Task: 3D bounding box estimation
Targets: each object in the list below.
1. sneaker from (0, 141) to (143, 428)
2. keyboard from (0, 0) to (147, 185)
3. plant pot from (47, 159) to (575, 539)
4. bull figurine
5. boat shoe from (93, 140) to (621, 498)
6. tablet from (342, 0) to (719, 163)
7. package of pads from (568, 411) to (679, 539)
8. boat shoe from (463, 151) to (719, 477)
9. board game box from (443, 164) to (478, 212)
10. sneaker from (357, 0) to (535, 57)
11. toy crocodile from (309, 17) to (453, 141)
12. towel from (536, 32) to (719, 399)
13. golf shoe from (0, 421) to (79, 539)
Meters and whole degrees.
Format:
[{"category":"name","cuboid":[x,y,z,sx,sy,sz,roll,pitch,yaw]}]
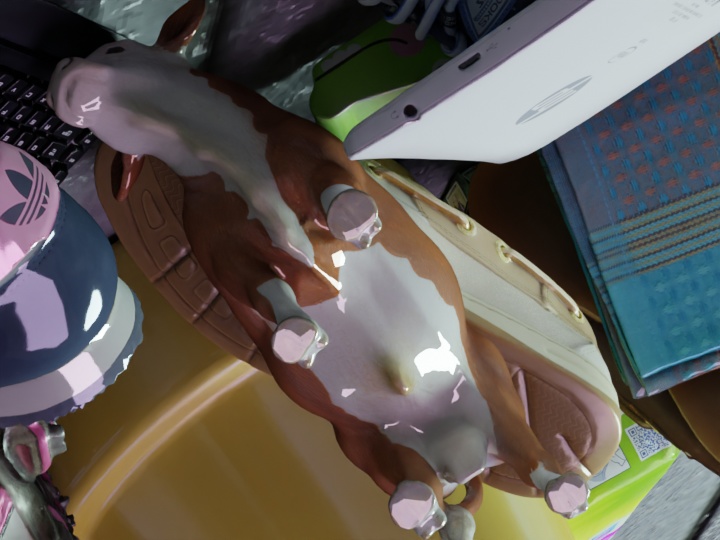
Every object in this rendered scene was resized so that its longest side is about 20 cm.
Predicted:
[{"category":"sneaker","cuboid":[-0.162,0.001,0.763,0.200,0.070,0.082,-8,137,14]},{"category":"keyboard","cuboid":[-0.133,-0.038,0.816,0.104,0.040,0.200,-42,156,15]},{"category":"plant pot","cuboid":[-0.014,0.090,1.047,0.201,0.189,0.201,-29,157,-13]},{"category":"bull figurine","cuboid":[-0.010,0.005,0.856,0.065,0.121,0.200,-41,116,3]},{"category":"boat shoe","cuboid":[0.000,0.000,0.951,0.074,0.200,0.069,-45,-161,26]},{"category":"tablet","cuboid":[0.073,-0.069,0.880,0.130,0.014,0.200,-34,172,14]},{"category":"package of pads","cuboid":[0.052,0.113,1.308,0.154,0.068,0.200,-28,167,-11]},{"category":"boat shoe","cuboid":[0.123,0.027,1.059,0.070,0.200,0.070,-44,164,-11]},{"category":"board game box","cuboid":[0.055,0.012,1.207,0.105,0.023,0.200,-23,154,-34]},{"category":"sneaker","cuboid":[0.020,-0.107,0.834,0.200,0.085,0.077,-5,143,-51]},{"category":"toy crocodile","cuboid":[0.071,-0.097,0.960,0.200,0.062,0.068,-32,158,-8]},{"category":"towel","cuboid":[0.161,-0.058,1.006,0.200,0.147,0.022,-22,-179,4]},{"category":"golf shoe","cuboid":[-0.137,0.091,0.952,0.092,0.073,0.200,-15,115,-12]}]
